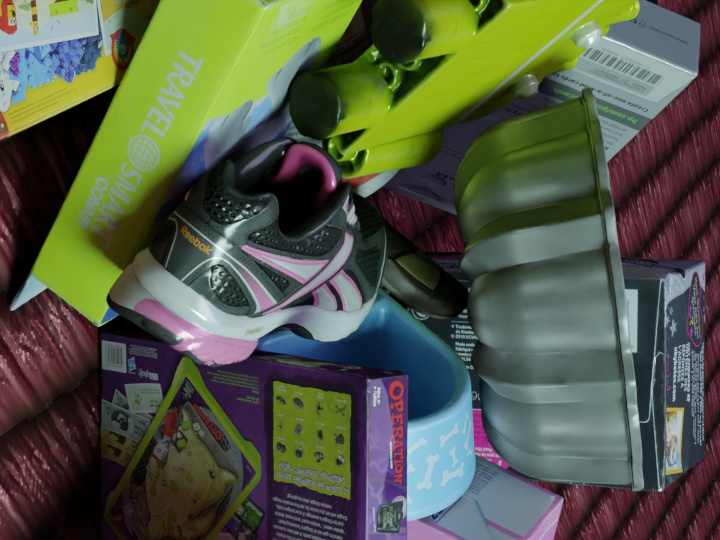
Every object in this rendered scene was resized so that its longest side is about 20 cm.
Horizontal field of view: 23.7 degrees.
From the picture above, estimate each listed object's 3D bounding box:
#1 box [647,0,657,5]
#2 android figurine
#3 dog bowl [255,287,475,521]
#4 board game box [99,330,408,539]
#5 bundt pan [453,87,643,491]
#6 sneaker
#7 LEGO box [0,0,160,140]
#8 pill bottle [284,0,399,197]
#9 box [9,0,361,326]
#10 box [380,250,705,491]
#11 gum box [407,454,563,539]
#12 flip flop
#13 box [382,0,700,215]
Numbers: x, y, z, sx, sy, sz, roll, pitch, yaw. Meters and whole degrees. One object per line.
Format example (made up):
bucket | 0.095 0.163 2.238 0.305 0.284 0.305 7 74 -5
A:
box | 0.070 -0.195 1.002 0.079 0.199 0.142 47 43 -57
android figurine | 0.059 -0.105 0.808 0.200 0.182 0.041 -16 72 -50
dog bowl | -0.023 0.043 0.843 0.111 0.200 0.050 -16 131 -35
board game box | -0.054 0.095 0.785 0.032 0.200 0.121 1 93 -42
bundt pan | 0.091 0.013 0.854 0.202 0.075 0.203 -6 90 -84
sneaker | -0.028 -0.018 0.772 0.086 0.080 0.200 -57 170 20
LEGO box | -0.144 -0.146 0.707 0.200 0.077 0.149 -41 128 -58
pill bottle | -0.045 -0.137 0.869 0.116 0.115 0.200 -60 146 -45
box | -0.074 -0.062 0.772 0.200 0.048 0.122 -58 170 31
box | 0.107 0.056 1.071 0.115 0.199 0.133 -13 103 -66
gum box | 0.000 0.134 0.860 0.066 0.200 0.114 -36 144 -49
flip flop | 0.000 0.000 0.958 0.081 0.200 0.058 40 86 -21
box | 0.074 -0.100 0.977 0.200 0.155 0.041 131 -25 -54
